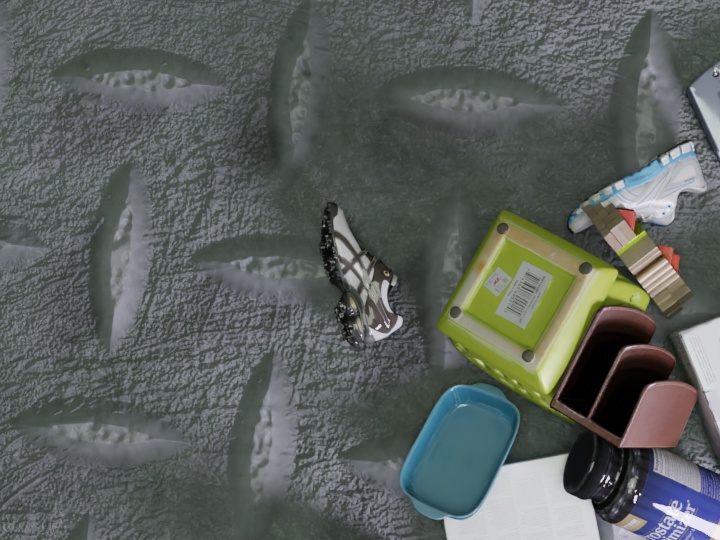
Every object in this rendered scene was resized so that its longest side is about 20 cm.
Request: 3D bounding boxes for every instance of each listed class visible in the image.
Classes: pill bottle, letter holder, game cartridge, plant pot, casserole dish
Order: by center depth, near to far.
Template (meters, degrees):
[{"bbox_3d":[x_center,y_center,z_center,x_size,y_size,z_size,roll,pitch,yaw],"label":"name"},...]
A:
[{"bbox_3d":[0.339,0.129,1.263,0.100,0.199,0.144,29,99,35],"label":"letter holder"},{"bbox_3d":[0.361,0.276,1.304,0.197,0.112,0.113,23,88,-6],"label":"pill bottle"},{"bbox_3d":[0.223,0.051,1.307,0.198,0.181,0.202,31,89,28],"label":"plant pot"},{"bbox_3d":[0.133,0.241,1.361,0.120,0.039,0.201,18,60,27],"label":"casserole dish"},{"bbox_3d":[0.547,-0.241,1.391,0.197,0.040,0.135,-23,85,5],"label":"game cartridge"}]

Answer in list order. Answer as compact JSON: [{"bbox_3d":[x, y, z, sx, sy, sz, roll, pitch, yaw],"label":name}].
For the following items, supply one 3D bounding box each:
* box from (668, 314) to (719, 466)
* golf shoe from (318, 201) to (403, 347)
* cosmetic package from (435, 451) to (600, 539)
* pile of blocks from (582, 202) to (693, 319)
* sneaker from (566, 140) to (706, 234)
[{"bbox_3d":[0.516,0.144,1.326,0.174,0.097,0.203,-22,82,6],"label":"box"},{"bbox_3d":[0.000,0.000,1.431,0.093,0.078,0.203,-13,84,-11],"label":"golf shoe"},{"bbox_3d":[0.209,0.331,1.372,0.197,0.052,0.153,-11,80,7],"label":"cosmetic package"},{"bbox_3d":[0.371,-0.026,1.355,0.062,0.082,0.200,-37,114,13],"label":"pile of blocks"},{"bbox_3d":[0.372,-0.090,1.383,0.198,0.075,0.088,-29,89,5],"label":"sneaker"}]
